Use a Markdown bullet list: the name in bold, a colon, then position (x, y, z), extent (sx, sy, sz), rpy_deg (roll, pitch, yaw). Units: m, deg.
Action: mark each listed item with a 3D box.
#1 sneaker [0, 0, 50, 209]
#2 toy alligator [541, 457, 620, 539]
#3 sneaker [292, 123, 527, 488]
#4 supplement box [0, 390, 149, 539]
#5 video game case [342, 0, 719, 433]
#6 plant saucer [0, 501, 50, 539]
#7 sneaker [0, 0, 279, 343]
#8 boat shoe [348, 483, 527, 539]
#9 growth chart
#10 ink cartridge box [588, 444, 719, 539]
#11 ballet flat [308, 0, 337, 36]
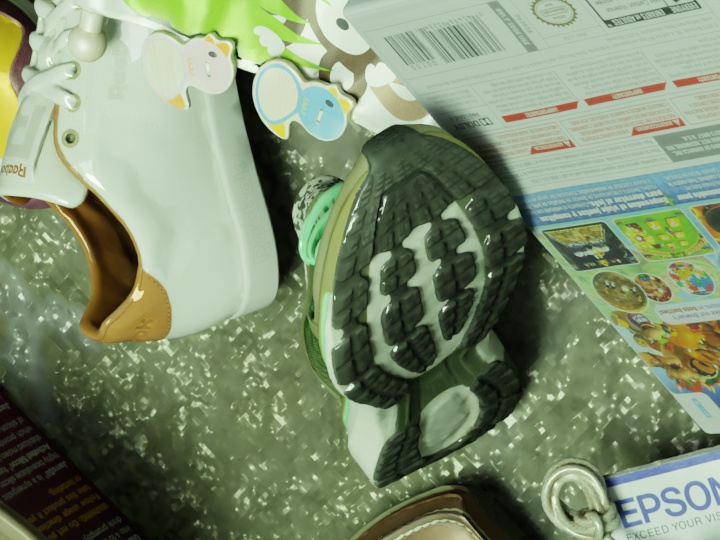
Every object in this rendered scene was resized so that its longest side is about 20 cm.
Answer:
- **sneaker**: position (-0.182, -0.092, 1.090), extent (0.200, 0.090, 0.075), rpy_deg (45, 120, 10)
- **toy alligator**: position (0.131, 0.126, 0.963), extent (0.200, 0.054, 0.059), rpy_deg (32, 117, 18)
- **sneaker**: position (0.000, 0.000, 0.989), extent (0.089, 0.077, 0.200), rpy_deg (51, 163, 23)
- **supplement box**: position (-0.187, 0.092, 1.149), extent (0.200, 0.086, 0.110), rpy_deg (44, 119, 10)
- **video game case**: position (0.102, -0.024, 0.901), extent (0.143, 0.018, 0.200), rpy_deg (-8, 132, 49)
- **plant saucer**: position (-0.158, 0.159, 1.087), extent (0.200, 0.029, 0.200), rpy_deg (8, 110, 24)
- **sneaker**: position (-0.092, -0.070, 1.043), extent (0.073, 0.085, 0.200), rpy_deg (-2, 106, 63)
- **boat shoe**: position (-0.016, 0.157, 1.085), extent (0.076, 0.074, 0.200), rpy_deg (47, 120, 8)
- **growth chart**: position (-0.004, -0.105, 0.959), extent (0.200, 0.018, 0.145), rpy_deg (14, 114, 22)
- **ink cartridge box**: position (0.198, 0.134, 0.985), extent (0.197, 0.047, 0.200), rpy_deg (-17, 94, 32)
- **ballet flat**: position (0.018, -0.097, 0.999), extent (0.200, 0.063, 0.069), rpy_deg (9, 108, 26)
